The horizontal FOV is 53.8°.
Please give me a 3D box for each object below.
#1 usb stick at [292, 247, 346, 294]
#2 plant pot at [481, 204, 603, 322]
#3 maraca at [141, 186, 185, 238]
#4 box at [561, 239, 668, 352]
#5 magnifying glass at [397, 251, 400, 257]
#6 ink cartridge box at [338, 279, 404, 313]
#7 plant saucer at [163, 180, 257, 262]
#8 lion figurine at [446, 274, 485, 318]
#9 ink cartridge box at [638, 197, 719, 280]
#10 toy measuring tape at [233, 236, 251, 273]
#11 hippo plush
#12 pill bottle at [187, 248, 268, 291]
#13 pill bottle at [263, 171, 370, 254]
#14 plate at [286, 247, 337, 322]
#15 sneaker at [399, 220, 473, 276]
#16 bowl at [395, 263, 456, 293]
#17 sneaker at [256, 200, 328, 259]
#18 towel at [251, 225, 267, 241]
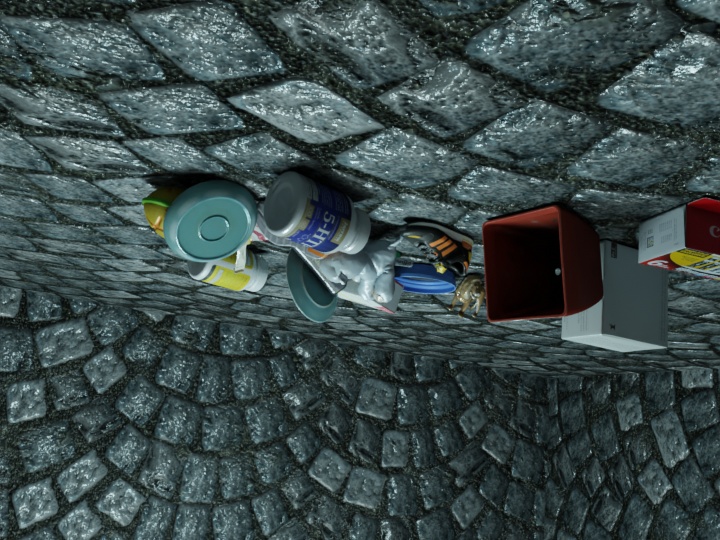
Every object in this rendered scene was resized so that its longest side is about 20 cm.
[{"bbox_3d":[-0.103,-0.021,1.698,0.055,0.033,0.201,-28,121,18],"label":"usb stick"},{"bbox_3d":[0.377,-0.006,1.415,0.172,0.207,0.198,2,172,-36],"label":"plant pot"},{"bbox_3d":[-0.368,-0.108,1.486,0.134,0.110,0.199,13,168,36],"label":"maraca"},{"bbox_3d":[0.556,0.061,1.550,0.195,0.205,0.130,12,166,-24],"label":"box"},{"bbox_3d":[0.060,-0.023,1.848,0.077,0.023,0.200,7,165,-2],"label":"magnifying glass"},{"bbox_3d":[-0.006,0.037,1.881,0.196,0.086,0.144,15,171,36],"label":"ink cartridge box"},{"bbox_3d":[-0.298,-0.090,1.433,0.195,0.028,0.203,-19,138,-17],"label":"plant saucer"},{"bbox_3d":[0.310,0.067,1.979,0.072,0.124,0.199,34,-167,18],"label":"lion figurine"},{"bbox_3d":[0.641,-0.052,1.290,0.194,0.087,0.175,10,166,-13],"label":"ink cartridge box"},{"bbox_3d":[-0.268,-0.084,1.546,0.071,0.075,0.203,8,136,-7],"label":"toy measuring tape"},{"bbox_3d":[0.000,0.000,1.576,0.158,0.165,0.197,-10,-178,-40],"label":"hippo plush"},{"bbox_3d":[-0.347,-0.013,1.875,0.112,0.118,0.197,-6,161,44],"label":"pill bottle"},{"bbox_3d":[-0.077,-0.101,1.356,0.118,0.124,0.197,-7,162,45],"label":"pill bottle"},{"bbox_3d":[-0.110,0.024,1.740,0.025,0.206,0.198,-18,155,32],"label":"plate"},{"bbox_3d":[0.167,-0.045,1.539,0.196,0.093,0.069,15,165,-33],"label":"sneaker"},{"bbox_3d":[0.165,0.023,1.940,0.194,0.041,0.201,6,167,1],"label":"bowl"},{"bbox_3d":[-0.128,-0.093,1.509,0.197,0.079,0.112,31,-153,12],"label":"sneaker"},{"bbox_3d":[-0.275,-0.097,1.691,0.195,0.023,0.143,-1,164,30],"label":"towel"}]
